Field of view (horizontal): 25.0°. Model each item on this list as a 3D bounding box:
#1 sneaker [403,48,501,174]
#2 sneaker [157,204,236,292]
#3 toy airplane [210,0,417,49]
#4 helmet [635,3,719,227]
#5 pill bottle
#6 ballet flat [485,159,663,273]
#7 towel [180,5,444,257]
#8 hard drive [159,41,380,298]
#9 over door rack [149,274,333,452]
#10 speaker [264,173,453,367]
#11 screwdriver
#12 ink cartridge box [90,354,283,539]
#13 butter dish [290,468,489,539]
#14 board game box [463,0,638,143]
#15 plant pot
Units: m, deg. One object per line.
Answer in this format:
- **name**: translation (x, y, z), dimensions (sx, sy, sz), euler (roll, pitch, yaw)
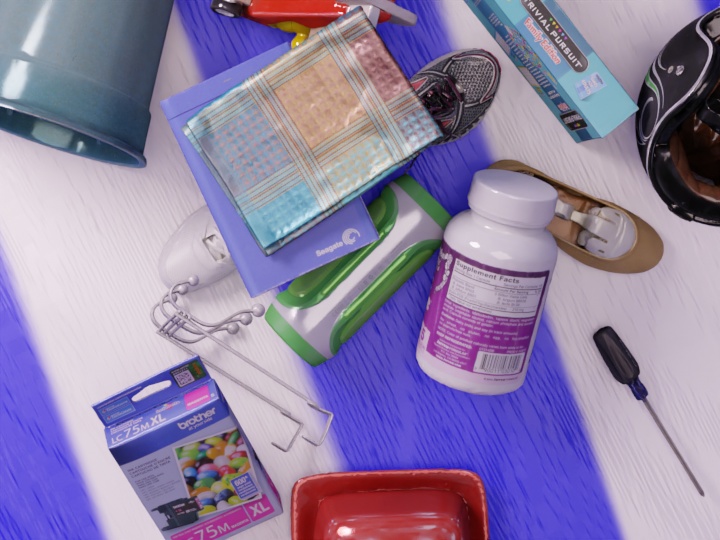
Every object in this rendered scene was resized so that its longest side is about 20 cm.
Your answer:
- **sneaker**: translation (0.059, -0.149, 1.589), dimensions (0.200, 0.075, 0.081), euler (-36, 92, -13)
- **sneaker**: translation (-0.117, -0.044, 1.580), dimensions (0.200, 0.116, 0.074), euler (-35, 95, 2)
- **toy airplane**: translation (-0.028, -0.251, 1.558), dimensions (0.200, 0.141, 0.199), euler (-35, 63, 18)
- **helmet**: translation (0.357, -0.154, 1.545), dimensions (0.200, 0.191, 0.200), euler (10, 129, 13)
- **pill bottle**: translation (0.126, 0.009, 1.562), dimensions (0.112, 0.112, 0.200), euler (12, 110, -2)
- **ballet flat**: translation (0.211, -0.049, 1.610), dimensions (0.200, 0.063, 0.069), euler (23, 91, -2)
- **towel**: translation (-0.045, -0.125, 1.470), dimensions (0.200, 0.022, 0.147), euler (-33, 92, 8)
- **hard drive**: translation (-0.084, -0.092, 1.505), dimensions (0.132, 0.025, 0.200), euler (-25, 93, 3)
- **over door rack**: translation (-0.109, 0.084, 1.565), dimensions (0.200, 0.148, 0.067), euler (44, 74, -4)
- **speaker**: translation (0.000, 0.000, 1.597), dimensions (0.088, 0.088, 0.200), euler (45, 91, -3)
- **screwdriver**: translation (0.294, 0.143, 1.643), dimensions (0.028, 0.029, 0.200), euler (-32, 97, 0)
- **ink cartridge box**: translation (-0.166, 0.184, 1.581), dimensions (0.119, 0.042, 0.200), euler (-24, 123, 0)
- **butter dish**: translation (0.033, 0.302, 1.583), dimensions (0.199, 0.148, 0.200), euler (-2, 93, -2)
- **board game box**: translation (0.175, -0.215, 1.557), dimensions (0.047, 0.151, 0.200), euler (-39, 93, 1)
- **plant pot**: translation (-0.268, -0.221, 1.539), dimensions (0.200, 0.200, 0.196), euler (18, 85, -2)
